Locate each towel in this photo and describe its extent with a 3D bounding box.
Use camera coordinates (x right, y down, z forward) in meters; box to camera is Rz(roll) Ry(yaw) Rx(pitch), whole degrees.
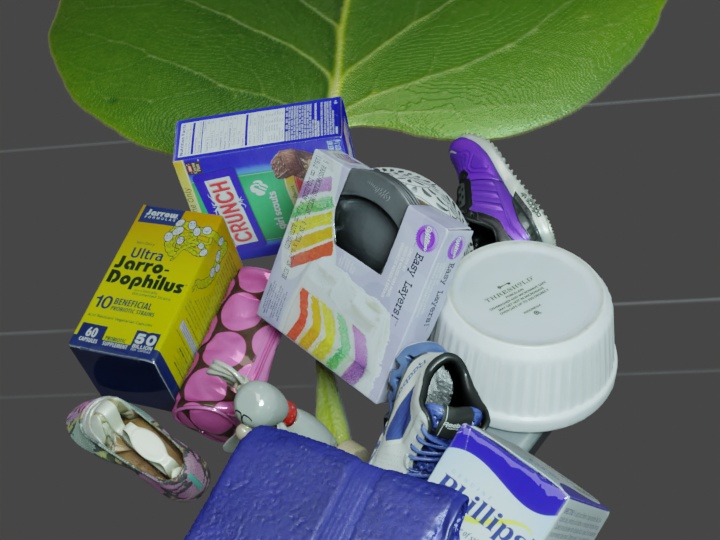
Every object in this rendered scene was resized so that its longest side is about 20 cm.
[{"bbox_3d":[-0.029,0.209,0.804,0.198,0.050,0.149,16,58,26],"label":"towel"}]

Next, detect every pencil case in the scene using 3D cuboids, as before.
[{"bbox_3d":[-0.126,0.088,1.158,0.093,0.090,0.202,-22,40,46],"label":"pencil case"}]

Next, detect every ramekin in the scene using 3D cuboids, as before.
[{"bbox_3d":[0.162,0.056,1.061,0.199,0.095,0.204,-1,41,1],"label":"ramekin"}]

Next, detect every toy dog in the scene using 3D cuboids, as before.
[{"bbox_3d":[-0.078,0.178,1.032,0.131,0.199,0.097,13,70,50],"label":"toy dog"}]

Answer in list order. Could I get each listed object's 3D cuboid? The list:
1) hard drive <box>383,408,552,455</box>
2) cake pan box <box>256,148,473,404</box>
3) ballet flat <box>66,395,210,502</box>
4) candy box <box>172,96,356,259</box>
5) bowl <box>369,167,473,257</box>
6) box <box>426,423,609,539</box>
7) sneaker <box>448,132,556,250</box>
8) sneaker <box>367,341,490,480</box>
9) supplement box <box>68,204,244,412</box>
[{"bbox_3d":[0.135,0.125,1.080,0.138,0.033,0.200,24,47,27],"label":"hard drive"},{"bbox_3d":[0.000,0.000,1.058,0.183,0.202,0.052,34,21,29],"label":"cake pan box"},{"bbox_3d":[-0.242,0.176,1.123,0.198,0.072,0.069,26,62,28],"label":"ballet flat"},{"bbox_3d":[-0.103,-0.103,1.246,0.197,0.170,0.078,-7,46,7],"label":"candy box"},{"bbox_3d":[0.032,-0.021,1.142,0.197,0.094,0.204,0,83,-4],"label":"bowl"},{"bbox_3d":[0.099,0.247,0.880,0.104,0.184,0.201,33,89,27],"label":"box"},{"bbox_3d":[0.137,-0.079,1.241,0.099,0.070,0.201,-28,52,-7],"label":"sneaker"},{"bbox_3d":[0.057,0.158,0.944,0.079,0.115,0.203,12,80,-13],"label":"sneaker"},{"bbox_3d":[-0.223,0.041,1.199,0.107,0.110,0.202,8,54,18],"label":"supplement box"}]
